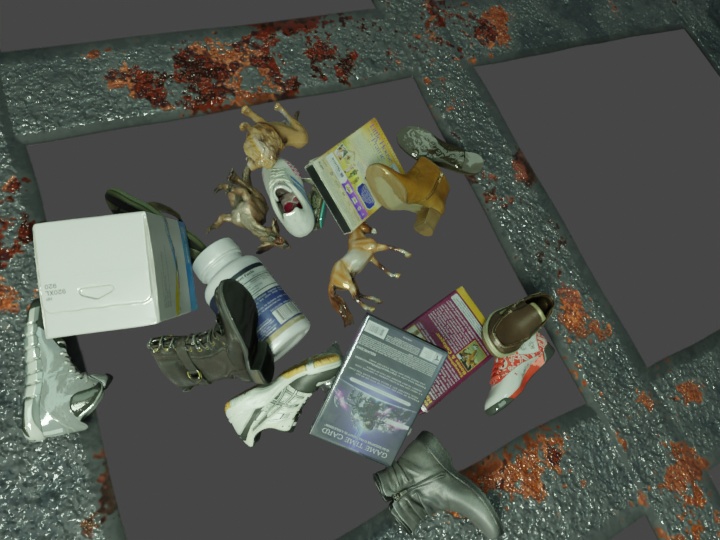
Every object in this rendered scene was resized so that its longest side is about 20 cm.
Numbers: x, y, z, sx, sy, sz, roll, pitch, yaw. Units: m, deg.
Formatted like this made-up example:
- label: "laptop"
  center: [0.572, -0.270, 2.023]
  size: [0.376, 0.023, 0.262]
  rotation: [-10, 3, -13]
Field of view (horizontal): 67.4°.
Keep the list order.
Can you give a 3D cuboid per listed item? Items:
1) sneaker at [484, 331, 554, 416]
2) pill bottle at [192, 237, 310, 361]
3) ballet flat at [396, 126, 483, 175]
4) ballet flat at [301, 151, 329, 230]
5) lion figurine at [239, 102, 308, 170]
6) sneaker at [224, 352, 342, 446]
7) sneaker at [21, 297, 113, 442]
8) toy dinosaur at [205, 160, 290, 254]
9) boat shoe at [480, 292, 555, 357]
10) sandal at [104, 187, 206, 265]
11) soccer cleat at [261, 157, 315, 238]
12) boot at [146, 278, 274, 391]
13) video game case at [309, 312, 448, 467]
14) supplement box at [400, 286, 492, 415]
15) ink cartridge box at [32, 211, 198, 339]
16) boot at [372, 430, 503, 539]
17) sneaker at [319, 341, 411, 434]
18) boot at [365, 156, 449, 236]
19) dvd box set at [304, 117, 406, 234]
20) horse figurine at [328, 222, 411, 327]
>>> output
- label: "sneaker"
  center: [0.260, 0.165, 0.983]
  size: [0.200, 0.067, 0.108]
  rotation: [-36, 79, -30]
- label: "pill bottle"
  center: [-0.182, 0.049, 0.878]
  size: [0.110, 0.111, 0.201]
  rotation: [-36, 80, -27]
- label: "ballet flat"
  center: [0.170, -0.253, 1.160]
  size: [0.196, 0.046, 0.069]
  rotation: [19, 93, -1]
- label: "ballet flat"
  center: [-0.080, -0.170, 1.038]
  size: [0.074, 0.068, 0.203]
  rotation: [15, 64, 9]
- label: "lion figurine"
  center: [-0.150, -0.254, 1.014]
  size: [0.122, 0.073, 0.199]
  rotation: [43, 44, 18]
- label: "sneaker"
  center: [-0.107, 0.199, 0.835]
  size: [0.197, 0.076, 0.089]
  rotation: [-28, 87, 6]
- label: "sneaker"
  center: [-0.426, 0.140, 0.794]
  size: [0.113, 0.075, 0.204]
  rotation: [-1, 77, -22]
- label: "toy dinosaur"
  center: [-0.190, -0.104, 0.961]
  size: [0.134, 0.086, 0.202]
  rotation: [26, 37, -29]
- label: "boat shoe"
  center: [0.276, 0.081, 0.925]
  size: [0.075, 0.075, 0.201]
  rotation: [54, 40, 9]
- label: "sandal"
  center: [-0.339, -0.085, 0.915]
  size: [0.199, 0.080, 0.058]
  rotation: [35, 48, 2]
- label: "soccer cleat"
  center: [-0.136, -0.149, 0.968]
  size: [0.069, 0.087, 0.202]
  rotation: [-31, 57, 3]
- label: "boot"
  center: [-0.226, 0.104, 0.770]
  size: [0.170, 0.203, 0.070]
  rotation: [-4, 35, 12]
- label: "video game case"
  center: [0.028, 0.183, 0.816]
  size: [0.141, 0.019, 0.203]
  rotation: [25, 97, -12]
- label: "supplement box"
  center: [0.126, 0.142, 0.931]
  size: [0.198, 0.103, 0.132]
  rotation: [-30, 80, -26]
- label: "ink cartridge box"
  center: [-0.334, 0.004, 0.766]
  size: [0.144, 0.200, 0.148]
  rotation: [-8, 91, -4]
- label: "boot"
  center: [0.118, 0.372, 0.854]
  size: [0.131, 0.070, 0.200]
  rotation: [-36, 69, -24]
- label: "sneaker"
  center: [0.009, 0.195, 0.885]
  size: [0.199, 0.075, 0.082]
  rotation: [38, 67, 3]
- label: "boot"
  center: [0.098, -0.178, 1.064]
  size: [0.201, 0.070, 0.146]
  rotation: [41, 52, -28]
- label: "dvd box set"
  center: [-0.001, -0.185, 1.037]
  size: [0.200, 0.029, 0.148]
  rotation: [-45, 110, -35]
- label: "horse figurine"
  center: [0.000, 0.000, 0.984]
  size: [0.131, 0.050, 0.201]
  rotation: [30, 67, 13]
